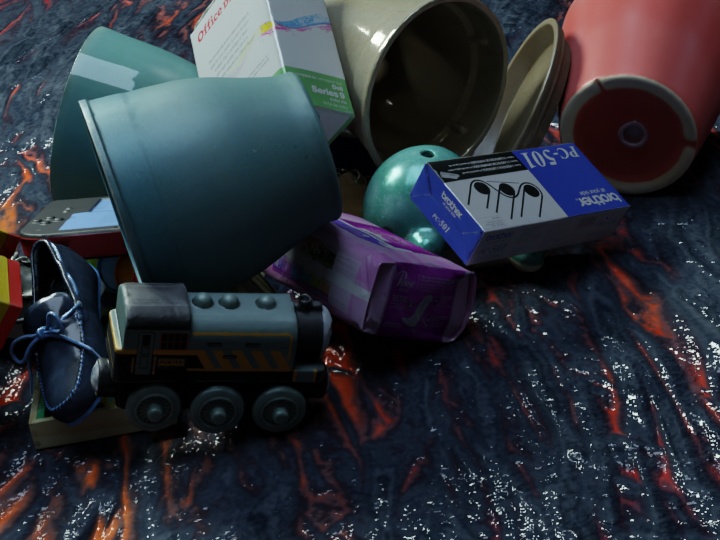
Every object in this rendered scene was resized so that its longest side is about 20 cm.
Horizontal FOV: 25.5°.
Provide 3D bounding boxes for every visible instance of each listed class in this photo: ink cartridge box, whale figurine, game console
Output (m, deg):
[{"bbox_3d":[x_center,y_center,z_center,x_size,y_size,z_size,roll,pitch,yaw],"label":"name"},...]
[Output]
[{"bbox_3d":[-0.094,-0.204,1.640,0.087,0.145,0.201,6,55,-35],"label":"ink cartridge box"},{"bbox_3d":[0.150,-0.065,1.474,0.199,0.044,0.094,-11,51,-41],"label":"ink cartridge box"},{"bbox_3d":[0.097,-0.059,1.534,0.199,0.105,0.159,16,34,28],"label":"whale figurine"},{"bbox_3d":[-0.220,-0.052,1.542,0.198,0.031,0.177,-4,18,2],"label":"game console"}]

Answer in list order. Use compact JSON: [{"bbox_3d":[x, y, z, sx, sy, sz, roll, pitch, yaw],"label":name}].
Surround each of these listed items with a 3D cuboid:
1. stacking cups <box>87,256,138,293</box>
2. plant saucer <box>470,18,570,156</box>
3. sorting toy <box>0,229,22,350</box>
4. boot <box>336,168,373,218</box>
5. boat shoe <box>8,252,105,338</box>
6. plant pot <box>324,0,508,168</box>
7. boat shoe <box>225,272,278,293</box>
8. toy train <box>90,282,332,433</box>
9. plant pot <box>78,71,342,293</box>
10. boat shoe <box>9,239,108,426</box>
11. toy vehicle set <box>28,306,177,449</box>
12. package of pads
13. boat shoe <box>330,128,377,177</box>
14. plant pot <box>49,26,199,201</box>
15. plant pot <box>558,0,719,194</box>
[{"bbox_3d":[-0.226,0.002,1.539,0.060,0.061,0.200,-22,20,-25],"label":"stacking cups"},{"bbox_3d":[0.168,-0.167,1.669,0.029,0.201,0.200,22,24,-10],"label":"plant saucer"},{"bbox_3d":[-0.363,0.035,1.416,0.069,0.201,0.199,19,27,-26],"label":"sorting toy"},{"bbox_3d":[-0.001,-0.078,1.645,0.073,0.076,0.200,7,28,35],"label":"boot"},{"bbox_3d":[-0.331,0.020,1.509,0.199,0.071,0.072,-11,29,34],"label":"boat shoe"},{"bbox_3d":[0.023,-0.217,1.691,0.199,0.202,0.183,-26,38,-31],"label":"plant pot"},{"bbox_3d":[-0.124,0.019,1.494,0.068,0.075,0.200,-42,18,4],"label":"boat shoe"},{"bbox_3d":[-0.117,0.068,1.294,0.198,0.115,0.085,2,33,-15],"label":"toy train"},{"bbox_3d":[-0.122,-0.079,1.369,0.186,0.202,0.200,-20,27,-9],"label":"plant pot"},{"bbox_3d":[-0.264,0.052,1.364,0.084,0.069,0.201,-39,37,11],"label":"boat shoe"},{"bbox_3d":[-0.227,0.088,1.432,0.123,0.027,0.200,-11,25,-2],"label":"toy vehicle set"},{"bbox_3d":[0.000,0.000,1.442,0.120,0.076,0.199,7,13,-38],"label":"package of pads"},{"bbox_3d":[-0.019,-0.137,1.788,0.198,0.073,0.072,1,21,-1],"label":"boat shoe"},{"bbox_3d":[-0.229,-0.147,1.737,0.159,0.202,0.201,15,29,4],"label":"plant pot"},{"bbox_3d":[0.290,-0.186,1.654,0.198,0.202,0.178,0,37,19],"label":"plant pot"}]
